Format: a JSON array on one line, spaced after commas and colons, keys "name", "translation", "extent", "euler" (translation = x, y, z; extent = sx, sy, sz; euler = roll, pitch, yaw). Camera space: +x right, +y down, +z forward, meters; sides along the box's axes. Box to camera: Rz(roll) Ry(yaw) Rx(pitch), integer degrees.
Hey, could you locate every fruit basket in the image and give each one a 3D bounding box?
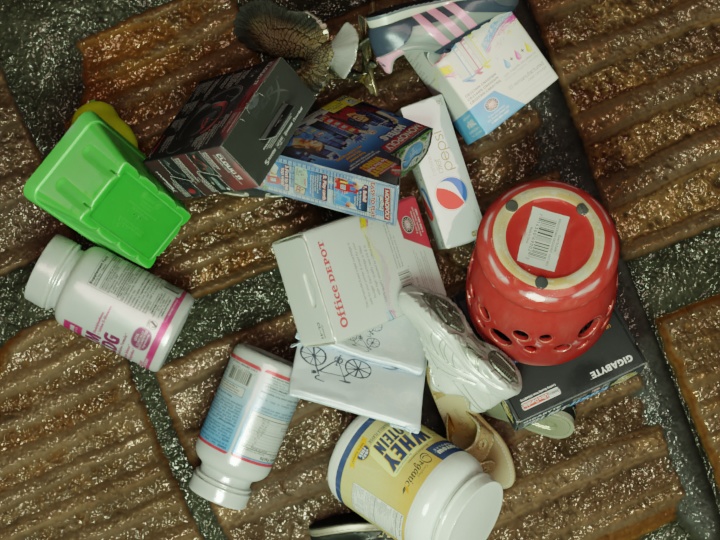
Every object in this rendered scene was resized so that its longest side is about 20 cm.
[{"name": "fruit basket", "translation": [-0.337, -0.124, 1.472], "extent": [0.215, 0.216, 0.156], "euler": [39, 87, -4]}]

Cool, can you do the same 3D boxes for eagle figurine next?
[{"name": "eagle figurine", "translation": [-0.076, -0.272, 1.502], "extent": [0.197, 0.153, 0.152], "euler": [-1, 130, 1]}]

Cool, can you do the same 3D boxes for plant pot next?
[{"name": "plant pot", "translation": [0.237, -0.001, 1.453], "extent": [0.198, 0.183, 0.203], "euler": [-1, 66, 1]}]

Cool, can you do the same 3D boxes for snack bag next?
[{"name": "snack bag", "translation": [0.000, 0.113, 1.504], "extent": [0.186, 0.201, 0.022], "euler": [17, 133, -5]}]

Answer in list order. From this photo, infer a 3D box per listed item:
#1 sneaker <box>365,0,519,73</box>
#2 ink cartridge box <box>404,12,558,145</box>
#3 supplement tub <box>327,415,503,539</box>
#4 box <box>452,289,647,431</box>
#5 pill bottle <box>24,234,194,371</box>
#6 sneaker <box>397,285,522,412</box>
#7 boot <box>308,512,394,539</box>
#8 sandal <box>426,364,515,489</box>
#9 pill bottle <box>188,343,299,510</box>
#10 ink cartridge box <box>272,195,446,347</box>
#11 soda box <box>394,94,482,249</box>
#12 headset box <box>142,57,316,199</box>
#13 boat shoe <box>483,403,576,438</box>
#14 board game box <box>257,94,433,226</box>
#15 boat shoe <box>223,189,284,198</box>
[{"name": "sneaker", "translation": [0.108, -0.305, 1.437], "extent": [0.197, 0.070, 0.083], "euler": [-12, 108, -1]}, {"name": "ink cartridge box", "translation": [0.146, -0.293, 1.527], "extent": [0.128, 0.125, 0.201], "euler": [-37, 94, -4]}, {"name": "supplement tub", "translation": [0.071, 0.279, 1.475], "extent": [0.199, 0.144, 0.146], "euler": [28, 87, 33]}, {"name": "box", "translation": [0.252, 0.086, 1.537], "extent": [0.198, 0.050, 0.200], "euler": [-22, 66, -7]}, {"name": "pill bottle", "translation": [-0.329, 0.040, 1.491], "extent": [0.198, 0.113, 0.114], "euler": [27, 88, -4]}, {"name": "sneaker", "translation": [0.109, 0.110, 1.464], "extent": [0.200, 0.078, 0.099], "euler": [46, 118, 1]}, {"name": "boot", "translation": [0.029, 0.409, 1.551], "extent": [0.197, 0.073, 0.153], "euler": [-1, 90, -11]}, {"name": "sandal", "translation": [0.136, 0.222, 1.536], "extent": [0.077, 0.070, 0.214], "euler": [-19, 102, 34]}, {"name": "pill bottle", "translation": [-0.153, 0.208, 1.511], "extent": [0.108, 0.109, 0.202], "euler": [23, 89, -5]}, {"name": "ink cartridge box", "translation": [0.000, 0.000, 1.494], "extent": [0.198, 0.085, 0.149], "euler": [-19, 93, -35]}, {"name": "soda box", "translation": [0.109, -0.132, 1.553], "extent": [0.063, 0.068, 0.202], "euler": [-19, 92, -6]}, {"name": "headset box", "translation": [-0.156, -0.173, 1.394], "extent": [0.075, 0.199, 0.150], "euler": [46, 59, -30]}, {"name": "boat shoe", "translation": [0.205, 0.166, 1.576], "extent": [0.198, 0.072, 0.068], "euler": [21, 52, 2]}, {"name": "board game box", "translation": [-0.003, -0.137, 1.460], "extent": [0.199, 0.199, 0.062], "euler": [26, 132, 28]}, {"name": "boat shoe", "translation": [-0.106, -0.128, 1.537], "extent": [0.198, 0.074, 0.061], "euler": [0, 134, -21]}]
